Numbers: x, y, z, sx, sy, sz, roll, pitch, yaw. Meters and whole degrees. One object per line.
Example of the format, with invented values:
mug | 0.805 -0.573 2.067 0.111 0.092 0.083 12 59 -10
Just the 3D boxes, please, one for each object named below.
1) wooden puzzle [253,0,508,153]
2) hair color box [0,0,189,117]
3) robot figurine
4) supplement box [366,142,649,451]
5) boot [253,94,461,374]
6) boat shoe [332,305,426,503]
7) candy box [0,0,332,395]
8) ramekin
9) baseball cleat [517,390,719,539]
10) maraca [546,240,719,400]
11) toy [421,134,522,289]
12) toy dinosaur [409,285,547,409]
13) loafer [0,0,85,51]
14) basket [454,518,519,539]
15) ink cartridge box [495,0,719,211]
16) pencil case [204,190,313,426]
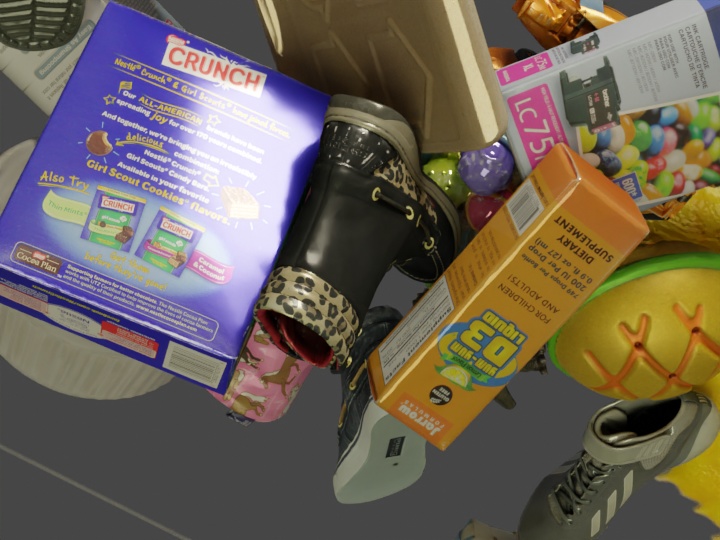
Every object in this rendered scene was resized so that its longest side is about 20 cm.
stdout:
wooden puzzle | 0.009 -0.168 0.960 0.199 0.046 0.186 1 114 54
hair color box | -0.222 -0.189 1.031 0.099 0.061 0.200 -37 108 26
robot figurine | 0.171 -0.110 1.013 0.199 0.058 0.145 32 124 -9
supplement box | 0.091 0.019 0.944 0.066 0.069 0.200 34 110 -19
boot | -0.002 -0.001 0.956 0.073 0.154 0.204 13 158 23
boat shoe | 0.014 0.110 1.165 0.070 0.091 0.201 -6 150 -16
candy box | -0.124 -0.048 0.946 0.168 0.201 0.077 23 155 -4
ramekin | -0.189 0.002 1.065 0.202 0.203 0.094 27 132 -7
baseball cleat | 0.182 0.151 1.143 0.200 0.070 0.106 -44 141 19
maraca | 0.231 0.030 1.060 0.199 0.107 0.137 -15 144 3
toy | 0.077 -0.049 1.035 0.115 0.047 0.200 19 142 5
toy dinosaur | 0.086 0.051 1.096 0.102 0.077 0.200 -5 162 6
loafer | -0.214 -0.231 0.938 0.075 0.070 0.201 -1 134 -5
basket | 0.097 0.326 1.210 0.138 0.177 0.201 24 110 -12
ink cartridge box | 0.193 -0.105 0.947 0.199 0.042 0.120 -22 118 5
pencil case | -0.055 0.021 1.112 0.083 0.087 0.201 33 119 7
